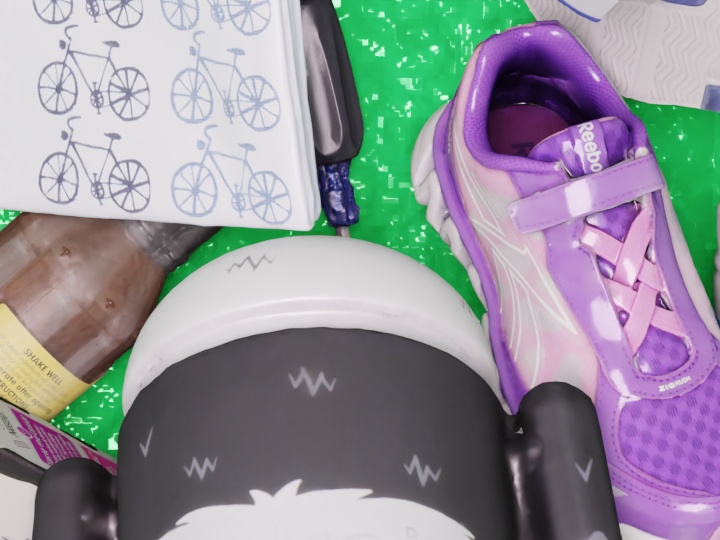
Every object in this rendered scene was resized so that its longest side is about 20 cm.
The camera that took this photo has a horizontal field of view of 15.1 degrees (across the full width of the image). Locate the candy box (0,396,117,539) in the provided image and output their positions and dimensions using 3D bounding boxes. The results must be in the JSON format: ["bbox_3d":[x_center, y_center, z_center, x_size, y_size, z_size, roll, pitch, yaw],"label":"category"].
[{"bbox_3d":[-0.127,0.120,0.912,0.200,0.061,0.136,33,98,-35],"label":"candy box"}]

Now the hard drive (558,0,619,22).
[{"bbox_3d":[0.073,-0.192,0.882,0.132,0.025,0.200,36,63,-4],"label":"hard drive"}]

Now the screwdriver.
[{"bbox_3d":[0.000,0.000,0.957,0.029,0.028,0.200,-11,97,28],"label":"screwdriver"}]

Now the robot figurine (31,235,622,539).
[{"bbox_3d":[-0.012,0.086,0.825,0.150,0.200,0.125,15,141,-25],"label":"robot figurine"}]

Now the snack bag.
[{"bbox_3d":[-0.090,-0.115,0.877,0.189,0.021,0.200,6,105,40],"label":"snack bag"}]

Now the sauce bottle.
[{"bbox_3d":[-0.118,0.021,0.937,0.200,0.065,0.065,-38,98,4],"label":"sauce bottle"}]

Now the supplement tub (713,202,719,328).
[{"bbox_3d":[0.189,0.071,0.927,0.132,0.132,0.200,-5,98,-2],"label":"supplement tub"}]

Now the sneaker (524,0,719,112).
[{"bbox_3d":[0.157,-0.092,0.925,0.199,0.115,0.081,30,122,25],"label":"sneaker"}]

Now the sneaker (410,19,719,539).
[{"bbox_3d":[0.076,-0.002,0.881,0.080,0.088,0.200,-15,58,-17],"label":"sneaker"}]
